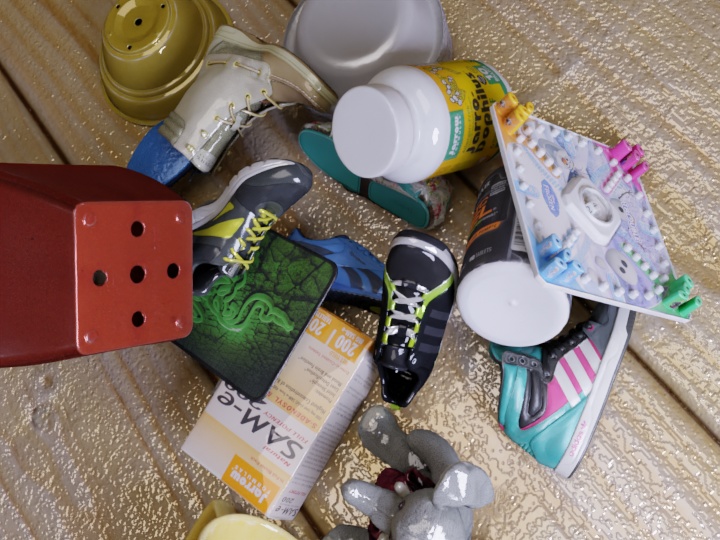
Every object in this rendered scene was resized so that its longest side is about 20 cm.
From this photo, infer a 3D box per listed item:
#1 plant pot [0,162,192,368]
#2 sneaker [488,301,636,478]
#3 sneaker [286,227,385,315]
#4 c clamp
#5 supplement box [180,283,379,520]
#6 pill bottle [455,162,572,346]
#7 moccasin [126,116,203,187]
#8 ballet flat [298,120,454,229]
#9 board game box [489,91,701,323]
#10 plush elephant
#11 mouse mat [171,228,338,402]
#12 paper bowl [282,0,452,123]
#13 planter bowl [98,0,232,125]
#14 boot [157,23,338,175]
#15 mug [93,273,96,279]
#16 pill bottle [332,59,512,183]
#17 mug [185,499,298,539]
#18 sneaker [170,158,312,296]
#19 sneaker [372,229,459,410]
[{"bbox_3d":[-0.273,-0.004,0.817,0.173,0.198,0.205,7,98,38],"label":"plant pot"},{"bbox_3d":[0.186,0.081,0.788,0.119,0.084,0.203,23,80,11],"label":"sneaker"},{"bbox_3d":[0.000,0.000,0.872,0.196,0.066,0.080,14,73,19],"label":"sneaker"},{"bbox_3d":[-0.167,0.012,0.910,0.199,0.027,0.172,39,95,39],"label":"c clamp"},{"bbox_3d":[-0.076,0.136,0.843,0.125,0.074,0.202,28,82,23],"label":"supplement box"},{"bbox_3d":[0.158,-0.034,0.789,0.104,0.108,0.202,3,43,16],"label":"pill bottle"},{"bbox_3d":[-0.196,-0.159,0.980,0.200,0.068,0.081,-44,75,-1],"label":"moccasin"},{"bbox_3d":[0.020,-0.114,0.912,0.198,0.076,0.064,36,55,18],"label":"ballet flat"},{"bbox_3d":[0.221,-0.061,0.759,0.026,0.196,0.204,-44,43,44],"label":"board game box"},{"bbox_3d":[0.044,0.226,0.735,0.197,0.155,0.167,23,79,22],"label":"plush elephant"},{"bbox_3d":[-0.128,0.029,0.862,0.198,0.008,0.163,26,82,38],"label":"mouse mat"},{"bbox_3d":[0.004,-0.264,0.938,0.196,0.104,0.206,-5,72,15],"label":"paper bowl"},{"bbox_3d":[-0.266,-0.296,1.034,0.195,0.084,0.205,-5,70,14],"label":"planter bowl"},{"bbox_3d":[-0.127,-0.171,0.883,0.198,0.072,0.156,31,86,35],"label":"boot"},{"bbox_3d":[-0.397,-0.019,0.923,0.146,0.197,0.180,0,77,51],"label":"mug"},{"bbox_3d":[0.065,-0.151,0.821,0.111,0.198,0.116,13,112,38],"label":"pill bottle"},{"bbox_3d":[-0.119,0.332,0.768,0.148,0.187,0.155,31,105,-6],"label":"mug"},{"bbox_3d":[-0.123,-0.040,0.853,0.198,0.074,0.086,-32,59,24],"label":"sneaker"},{"bbox_3d":[0.050,0.057,0.772,0.070,0.203,0.083,12,43,15],"label":"sneaker"}]
